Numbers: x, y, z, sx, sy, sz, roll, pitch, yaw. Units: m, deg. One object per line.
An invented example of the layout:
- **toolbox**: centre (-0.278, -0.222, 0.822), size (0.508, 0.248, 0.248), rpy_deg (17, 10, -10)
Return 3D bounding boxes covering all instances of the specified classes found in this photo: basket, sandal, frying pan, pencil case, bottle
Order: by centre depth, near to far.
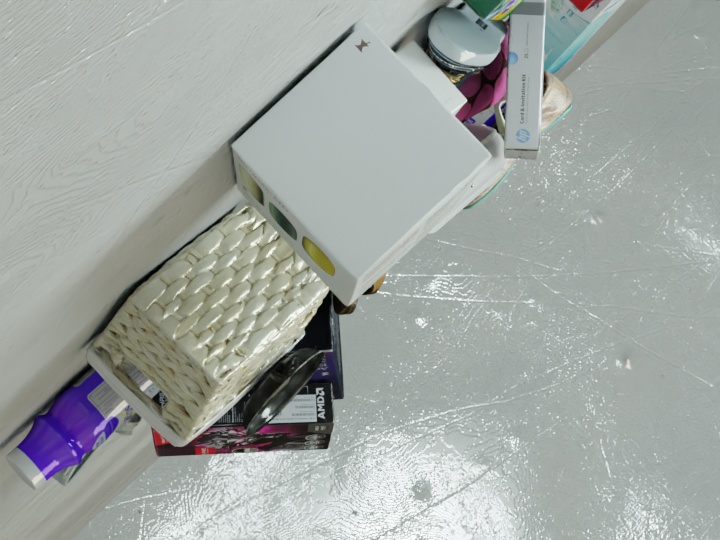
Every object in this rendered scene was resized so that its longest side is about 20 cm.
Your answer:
- **basket**: centre (-0.140, 0.046, 1.555), size (0.200, 0.136, 0.123), rpy_deg (-42, 172, -41)
- **frying pan**: centre (-0.087, 0.118, 1.592), size (0.115, 0.031, 0.190), rpy_deg (-49, 170, 6)
- **bottle**: centre (-0.275, 0.142, 1.676), size (0.200, 0.065, 0.084), rpy_deg (-43, 172, -21)
- **sandal**: centre (0.000, 0.000, 1.712), size (0.200, 0.054, 0.082), rpy_deg (-70, 162, -86)
- **pencil case**: centre (0.112, -0.203, 1.806), size (0.200, 0.091, 0.094), rpy_deg (-37, 152, -43)

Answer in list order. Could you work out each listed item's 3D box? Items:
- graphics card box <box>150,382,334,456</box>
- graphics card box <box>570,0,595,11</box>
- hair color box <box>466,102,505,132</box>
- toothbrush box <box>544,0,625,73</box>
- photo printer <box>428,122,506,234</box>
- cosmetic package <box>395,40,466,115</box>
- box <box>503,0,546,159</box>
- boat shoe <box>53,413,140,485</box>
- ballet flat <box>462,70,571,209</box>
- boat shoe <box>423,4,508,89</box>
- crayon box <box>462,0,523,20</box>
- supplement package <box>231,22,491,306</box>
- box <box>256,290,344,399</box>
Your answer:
- **graphics card box**: centre (-0.130, 0.165, 1.790), size (0.200, 0.051, 0.126), rpy_deg (-3, 160, -6)
- **graphics card box**: centre (0.288, -0.355, 1.807), size (0.125, 0.051, 0.200), rpy_deg (-46, 178, 21)
- **hair color box**: centre (0.111, -0.171, 1.966), size (0.200, 0.109, 0.065), rpy_deg (-44, 139, -9)
- **toothbrush box**: centre (0.269, -0.336, 2.105), size (0.146, 0.085, 0.200), rpy_deg (-39, 175, -47)
- **photo printer**: centre (0.045, -0.102, 1.803), size (0.166, 0.070, 0.200), rpy_deg (9, -148, 33)
- **cosmetic package**: centre (0.009, -0.126, 1.603), size (0.108, 0.085, 0.200), rpy_deg (-39, 176, -29)
- **box**: centre (0.175, -0.222, 1.725), size (0.156, 0.041, 0.200), rpy_deg (-11, 102, -85)
- **boat shoe**: centre (-0.274, 0.154, 1.780), size (0.201, 0.072, 0.070), rpy_deg (-45, 176, 6)
- **ballet flat**: centre (0.163, -0.160, 1.900), size (0.200, 0.067, 0.068), rpy_deg (-47, -146, -16)
- **boat shoe**: centre (0.090, -0.210, 1.620), size (0.091, 0.071, 0.200), rpy_deg (-50, 177, 21)
- **crayon box**: centre (0.177, -0.318, 1.506), size (0.200, 0.052, 0.126), rpy_deg (-45, 177, 16)
- **supplement package**: centre (-0.004, -0.083, 1.377), size (0.151, 0.152, 0.200), rpy_deg (-43, 177, -7)
- **box**: centre (-0.097, 0.073, 1.766), size (0.148, 0.105, 0.200), rpy_deg (-5, 160, 3)
